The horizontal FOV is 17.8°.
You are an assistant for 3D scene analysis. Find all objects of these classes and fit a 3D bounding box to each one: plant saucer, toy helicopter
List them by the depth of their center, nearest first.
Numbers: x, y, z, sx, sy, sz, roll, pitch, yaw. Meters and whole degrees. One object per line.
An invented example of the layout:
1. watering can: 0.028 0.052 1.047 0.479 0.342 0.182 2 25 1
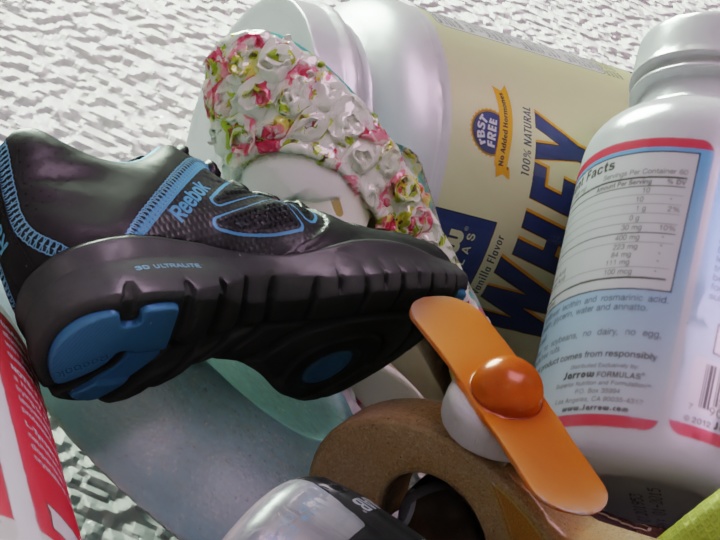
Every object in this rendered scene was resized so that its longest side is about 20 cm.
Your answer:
1. toy helicopter: 0.066 0.085 0.717 0.199 0.133 0.079 10 22 37
2. plant saucer: -0.054 0.035 0.824 0.201 0.039 0.201 42 15 -14

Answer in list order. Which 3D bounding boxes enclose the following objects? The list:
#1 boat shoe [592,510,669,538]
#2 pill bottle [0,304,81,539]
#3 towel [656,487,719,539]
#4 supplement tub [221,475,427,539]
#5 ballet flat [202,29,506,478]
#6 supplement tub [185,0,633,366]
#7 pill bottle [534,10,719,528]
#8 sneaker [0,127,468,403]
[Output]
1. boat shoe: 0.117 0.130 0.824 0.199 0.073 0.072 26 29 28
2. pill bottle: -0.142 0.065 0.668 0.112 0.113 0.200 14 28 -26
3. towel: 0.112 0.110 0.748 0.018 0.200 0.086 41 14 -34
4. supplement tub: 0.032 0.159 0.651 0.199 0.123 0.122 34 26 14
5. ballet flat: 0.000 0.000 0.874 0.200 0.075 0.064 55 36 -24
6. supplement tub: 0.037 -0.035 0.997 0.199 0.146 0.145 13 29 -28
7. pill bottle: 0.130 0.005 0.895 0.108 0.109 0.201 21 66 -12
8. sneaker: -0.038 -0.007 0.754 0.199 0.073 0.082 6 47 -53
